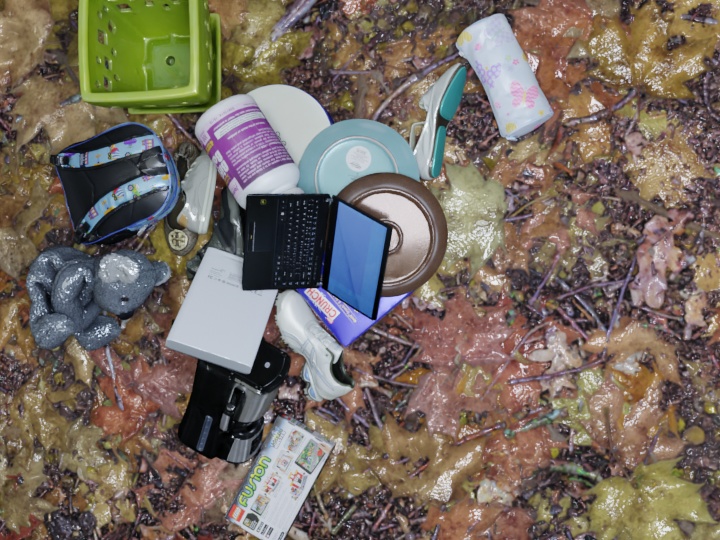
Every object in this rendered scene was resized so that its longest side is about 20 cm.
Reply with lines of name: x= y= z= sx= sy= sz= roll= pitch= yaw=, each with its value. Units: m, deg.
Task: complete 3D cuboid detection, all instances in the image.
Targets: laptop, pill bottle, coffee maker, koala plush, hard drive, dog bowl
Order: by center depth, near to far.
laptop: x=-0.071 y=-0.016 z=1.173 sx=0.200 sy=0.103 sz=0.177 roll=-1 pitch=125 yaw=-15
hard drive: x=-0.208 y=0.059 z=1.221 sx=0.132 sy=0.200 sz=0.027 roll=19 pitch=135 yaw=-6
pill bottle: x=-0.166 y=-0.166 z=1.226 sx=0.112 sy=0.112 sz=0.200 roll=-34 pitch=84 yaw=6
coffee maker: x=-0.224 y=0.191 z=1.265 sx=0.192 sy=0.135 sz=0.200 roll=43 pitch=129 yaw=24
koala plush: x=-0.432 y=0.022 z=1.305 sx=0.200 sy=0.177 sz=0.184 roll=-18 pitch=80 yaw=13
dog bowl: x=-0.135 y=-0.209 z=1.319 sx=0.200 sy=0.079 sz=0.201 roll=0 pitch=89 yaw=7

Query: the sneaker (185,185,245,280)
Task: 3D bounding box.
sneaker: x=-0.247 y=-0.046 z=1.331 sx=0.114 sy=0.076 sz=0.200 roll=-2 pitch=94 yaw=1

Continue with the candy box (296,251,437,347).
candy box: x=0.000 y=0.000 z=1.296 sx=0.200 sy=0.077 sz=0.169 roll=-40 pitch=85 yaw=4

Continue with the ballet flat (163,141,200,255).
ballet flat: x=-0.312 y=-0.126 z=1.356 sx=0.067 sy=0.046 sz=0.200 roll=6 pitch=89 yaw=9

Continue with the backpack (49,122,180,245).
backpack: x=-0.392 y=-0.149 z=1.311 sx=0.200 sy=0.135 sz=0.183 roll=-21 pitch=84 yaw=16

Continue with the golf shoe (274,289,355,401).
golf shoe: x=-0.068 y=0.117 z=1.279 sx=0.097 sy=0.078 sz=0.200 roll=-14 pitch=105 yaw=39

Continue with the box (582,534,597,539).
box: x=0.384 y=0.553 z=1.244 sx=0.161 sy=0.049 sz=0.200 roll=30 pitch=92 yaw=9

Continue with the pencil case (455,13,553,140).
pencil case: x=0.234 y=-0.315 z=1.269 sx=0.091 sy=0.083 sz=0.200 roll=-27 pitch=86 yaw=5

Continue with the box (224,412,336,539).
box: x=-0.136 y=0.357 z=1.326 sx=0.110 sy=0.035 sz=0.200 roll=29 pitch=92 yaw=8

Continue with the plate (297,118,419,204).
plate: x=-0.005 y=-0.147 z=1.249 sx=0.200 sy=0.026 sz=0.201 roll=0 pitch=89 yaw=6

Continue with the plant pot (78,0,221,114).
plant pot: x=-0.335 y=-0.362 z=1.298 sx=0.199 sy=0.181 sz=0.200 roll=-1 pitch=89 yaw=8

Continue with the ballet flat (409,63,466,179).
ballet flat: x=0.120 y=-0.252 z=1.298 sx=0.069 sy=0.069 sz=0.200 roll=15 pitch=91 yaw=8

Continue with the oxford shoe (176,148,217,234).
oxford shoe: x=-0.271 y=-0.154 z=1.309 sx=0.058 sy=0.075 sz=0.200 roll=9 pitch=63 yaw=-9

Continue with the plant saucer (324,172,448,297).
plant saucer: x=0.039 y=-0.053 z=1.221 sx=0.200 sy=0.034 sz=0.201 roll=0 pitch=100 yaw=2
